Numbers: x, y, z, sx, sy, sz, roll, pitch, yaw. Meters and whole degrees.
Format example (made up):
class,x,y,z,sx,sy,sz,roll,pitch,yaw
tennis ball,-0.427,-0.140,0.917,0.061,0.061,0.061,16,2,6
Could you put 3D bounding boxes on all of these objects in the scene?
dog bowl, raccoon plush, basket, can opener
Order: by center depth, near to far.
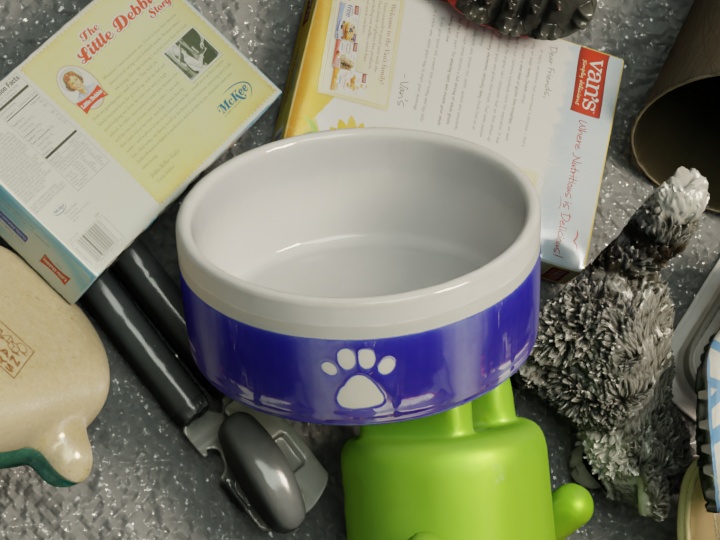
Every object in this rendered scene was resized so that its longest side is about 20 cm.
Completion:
class,x,y,z,sx,sy,sz,roll,pitch,yaw
dog bowl,0.000,0.000,1.454,0.199,0.200,0.079,-15,122,-20
can opener,-0.089,0.061,1.499,0.053,0.066,0.200,-37,84,-21
raccoon plush,0.168,0.054,1.518,0.134,0.200,0.097,47,51,11
basket,0.270,-0.153,1.625,0.136,0.180,0.200,40,55,-29

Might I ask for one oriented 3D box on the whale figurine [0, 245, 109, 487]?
class,x,y,z,sx,sy,sz,roll,pitch,yaw
whale figurine,-0.215,0.068,1.401,0.159,0.104,0.200,42,25,-9

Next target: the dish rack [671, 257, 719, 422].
class,x,y,z,sx,sy,sz,roll,pitch,yaw
dish rack,0.297,0.038,1.635,0.171,0.044,0.200,37,69,-5

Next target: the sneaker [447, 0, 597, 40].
class,x,y,z,sx,sy,sz,roll,pitch,yaw
sneaker,0.055,-0.206,1.593,0.200,0.071,0.098,25,32,4

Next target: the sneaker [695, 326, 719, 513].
class,x,y,z,sx,sy,sz,roll,pitch,yaw
sneaker,0.235,0.056,1.528,0.072,0.072,0.200,9,50,16

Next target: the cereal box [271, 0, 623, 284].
class,x,y,z,sx,sy,sz,roll,pitch,yaw
cereal box,0.052,-0.087,1.593,0.199,0.040,0.144,18,71,-13

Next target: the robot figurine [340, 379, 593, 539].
class,x,y,z,sx,sy,sz,roll,pitch,yaw
robot figurine,0.051,0.153,1.475,0.175,0.115,0.201,-11,97,-56

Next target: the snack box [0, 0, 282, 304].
class,x,y,z,sx,sy,sz,roll,pitch,yaw
snack box,-0.142,-0.083,1.499,0.116,0.037,0.200,44,48,-2

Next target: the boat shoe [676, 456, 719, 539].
class,x,y,z,sx,sy,sz,roll,pitch,yaw
boat shoe,0.241,0.200,1.538,0.071,0.064,0.201,-21,97,-40
